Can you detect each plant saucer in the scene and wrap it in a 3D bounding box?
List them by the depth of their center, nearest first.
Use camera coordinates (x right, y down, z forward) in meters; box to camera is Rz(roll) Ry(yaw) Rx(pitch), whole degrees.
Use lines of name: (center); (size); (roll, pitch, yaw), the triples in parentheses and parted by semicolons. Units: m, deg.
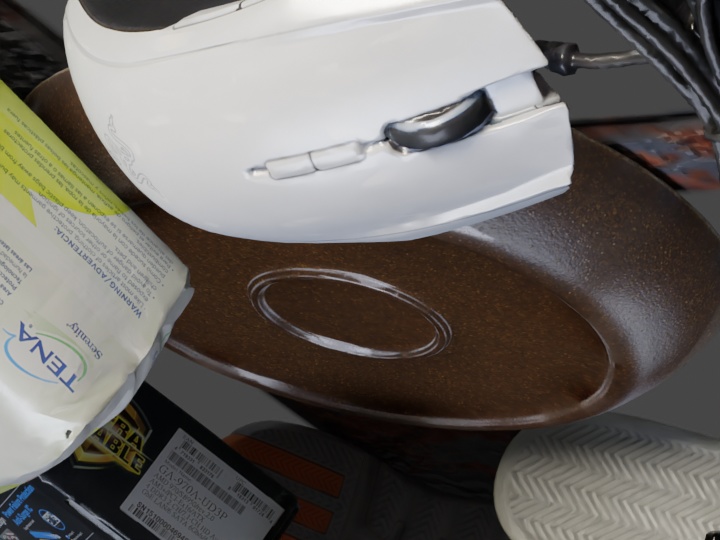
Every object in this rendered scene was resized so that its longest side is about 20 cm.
plant saucer: (0.000, 0.000, 0.783); (0.200, 0.032, 0.200); (12, 158, 5)

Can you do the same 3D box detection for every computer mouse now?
computer mouse: (0.009, -0.033, 0.638); (0.200, 0.044, 0.110); (-2, 131, 37)

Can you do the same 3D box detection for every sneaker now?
sneaker: (0.145, 0.102, 0.902); (0.200, 0.074, 0.116); (18, 162, 18)
sneaker: (0.021, 0.113, 1.011); (0.200, 0.078, 0.112); (29, 161, -8)

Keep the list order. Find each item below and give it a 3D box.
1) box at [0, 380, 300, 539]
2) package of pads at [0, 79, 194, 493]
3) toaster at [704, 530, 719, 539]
box: (-0.119, 0.065, 0.927); (0.159, 0.046, 0.200); (38, 155, -4)
package of pads: (-0.149, 0.000, 0.744); (0.155, 0.068, 0.200); (44, 146, -14)
toaster: (0.187, 0.116, 0.636); (0.181, 0.119, 0.200); (11, 164, -36)
